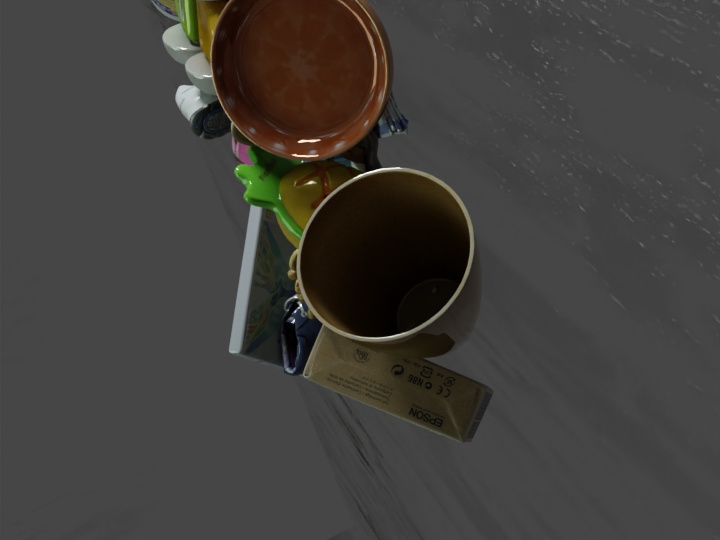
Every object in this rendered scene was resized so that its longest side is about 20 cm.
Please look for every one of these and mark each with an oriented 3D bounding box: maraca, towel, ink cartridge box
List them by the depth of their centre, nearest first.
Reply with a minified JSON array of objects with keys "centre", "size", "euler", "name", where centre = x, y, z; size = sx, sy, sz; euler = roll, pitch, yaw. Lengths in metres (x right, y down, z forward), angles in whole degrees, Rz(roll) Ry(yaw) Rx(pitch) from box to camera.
[{"centre":[-0.001,-0.238,1.531],"size":[0.147,0.024,0.200],"euler":[-165,53,-81],"name":"towel"},{"centre":[-0.047,-0.073,1.568],"size":[0.200,0.107,0.137],"euler":[31,-143,-5],"name":"maraca"},{"centre":[0.047,0.131,1.624],"size":[0.200,0.075,0.165],"euler":[22,176,10],"name":"ink cartridge box"}]

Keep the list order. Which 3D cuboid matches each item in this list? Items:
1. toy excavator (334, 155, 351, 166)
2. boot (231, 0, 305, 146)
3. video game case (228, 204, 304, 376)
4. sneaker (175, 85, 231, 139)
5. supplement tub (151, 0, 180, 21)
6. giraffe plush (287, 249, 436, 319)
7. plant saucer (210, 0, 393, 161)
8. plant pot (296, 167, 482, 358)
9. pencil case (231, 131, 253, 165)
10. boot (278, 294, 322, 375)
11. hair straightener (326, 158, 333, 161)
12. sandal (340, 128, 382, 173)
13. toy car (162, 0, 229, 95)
[{"centre":[-0.056,-0.226,1.715],"size":[0.195,0.100,0.200],"euler":[61,156,30],"name":"toy excavator"},{"centre":[-0.102,-0.254,1.569],"size":[0.200,0.072,0.155],"euler":[-62,33,27],"name":"boot"},{"centre":[-0.097,0.026,1.815],"size":[0.182,0.022,0.200],"euler":[25,-110,-57],"name":"video game case"},{"centre":[-0.152,-0.239,1.850],"size":[0.087,0.200,0.075],"euler":[47,139,34],"name":"sneaker"},{"centre":[-0.235,-0.448,1.910],"size":[0.145,0.145,0.200],"euler":[62,171,21],"name":"supplement tub"},{"centre":[0.000,0.000,1.696],"size":[0.173,0.162,0.200],"euler":[68,170,-22],"name":"giraffe plush"},{"centre":[-0.060,-0.215,1.466],"size":[0.200,0.200,0.032],"euler":[67,-155,-9],"name":"plant saucer"},{"centre":[0.053,0.017,1.481],"size":[0.186,0.186,0.200],"euler":[60,-175,27],"name":"plant pot"},{"centre":[-0.098,-0.141,1.865],"size":[0.200,0.091,0.094],"euler":[41,135,47],"name":"pencil case"},{"centre":[-0.055,0.036,1.787],"size":[0.073,0.090,0.200],"euler":[0,92,49],"name":"boot"},{"centre":[-0.077,-0.198,1.629],"size":[0.077,0.041,0.200],"euler":[50,-161,-85],"name":"hair straightener"},{"centre":[-0.017,-0.156,1.584],"size":[0.200,0.055,0.082],"euler":[78,167,-60],"name":"sandal"},{"centre":[-0.171,-0.336,1.790],"size":[0.200,0.150,0.175],"euler":[-130,30,-48],"name":"toy car"}]
